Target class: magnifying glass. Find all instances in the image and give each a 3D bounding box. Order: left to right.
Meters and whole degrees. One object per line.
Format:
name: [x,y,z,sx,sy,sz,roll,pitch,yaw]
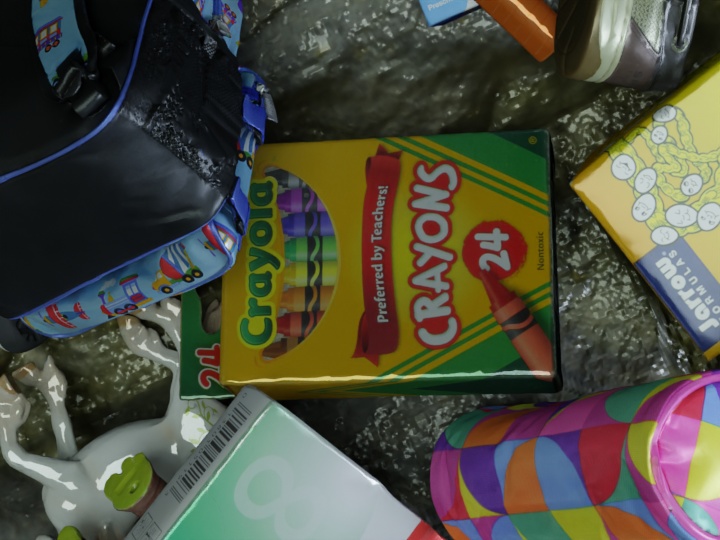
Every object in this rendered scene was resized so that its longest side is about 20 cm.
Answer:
magnifying glass: [0.023,-0.176,0.876,0.200,0.080,0.022,44,60,-5]

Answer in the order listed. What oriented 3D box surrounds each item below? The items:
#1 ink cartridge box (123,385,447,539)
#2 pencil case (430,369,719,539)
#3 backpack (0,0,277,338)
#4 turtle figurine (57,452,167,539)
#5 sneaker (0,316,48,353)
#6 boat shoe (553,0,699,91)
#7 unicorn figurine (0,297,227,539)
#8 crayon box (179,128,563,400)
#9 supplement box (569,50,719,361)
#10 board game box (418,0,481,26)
ink cartridge box: [-0.028,0.177,0.909,0.200,0.050,0.161,40,85,-20]
pencil case: [0.116,0.097,0.881,0.200,0.088,0.089,-14,97,57]
backpack: [-0.132,-0.091,0.909,0.182,0.201,0.134,-24,133,32]
turtle figurine: [-0.082,0.174,0.953,0.161,0.065,0.200,35,112,-30]
sneaker: [-0.221,-0.049,0.991,0.082,0.072,0.201,-18,94,37]
boat shoe: [0.142,-0.180,0.850,0.064,0.073,0.201,14,93,-17]
unicorn figurine: [-0.133,0.102,0.980,0.199,0.074,0.138,-28,91,13]
crayon box: [0.000,0.000,0.928,0.199,0.051,0.128,-3,76,9]
supplement box: [0.212,-0.066,0.873,0.200,0.110,0.109,-39,90,14]
board game box: [0.101,-0.221,0.905,0.199,0.045,0.135,-22,93,13]
